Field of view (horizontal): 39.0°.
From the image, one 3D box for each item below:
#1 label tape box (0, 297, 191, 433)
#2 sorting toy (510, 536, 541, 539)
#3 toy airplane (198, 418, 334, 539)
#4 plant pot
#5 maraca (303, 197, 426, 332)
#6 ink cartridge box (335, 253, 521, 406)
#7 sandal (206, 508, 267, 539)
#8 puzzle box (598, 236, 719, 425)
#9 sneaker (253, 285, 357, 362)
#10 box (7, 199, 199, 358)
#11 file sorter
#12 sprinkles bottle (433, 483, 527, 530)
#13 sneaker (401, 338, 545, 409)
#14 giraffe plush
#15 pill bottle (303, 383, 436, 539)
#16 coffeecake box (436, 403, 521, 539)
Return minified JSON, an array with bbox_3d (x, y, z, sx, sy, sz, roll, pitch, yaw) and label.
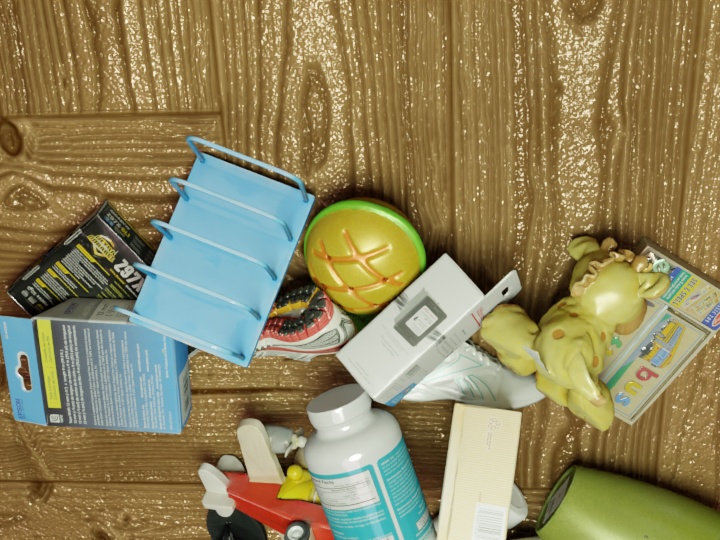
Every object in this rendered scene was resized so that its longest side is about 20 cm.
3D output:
[{"bbox_3d":[-0.300,0.107,1.168,0.199,0.066,0.144,3,115,6],"label":"label tape box"},{"bbox_3d":[0.148,0.389,1.277,0.200,0.185,0.037,-41,62,19],"label":"sorting toy"},{"bbox_3d":[-0.098,0.267,1.255,0.199,0.141,0.200,45,149,-4],"label":"toy airplane"},{"bbox_3d":[0.317,0.326,1.208,0.200,0.187,0.187,31,116,4],"label":"plant pot"},{"bbox_3d":[0.000,0.000,1.119,0.137,0.107,0.200,22,137,6],"label":"maraca"},{"bbox_3d":[0.078,0.055,1.106,0.200,0.116,0.067,-43,73,1],"label":"ink cartridge box"},{"bbox_3d":[-0.156,0.394,1.354,0.075,0.048,0.201,-8,115,10],"label":"sandal"},{"bbox_3d":[0.318,0.074,1.165,0.133,0.025,0.200,29,115,-9],"label":"puzzle box"},{"bbox_3d":[-0.085,0.074,1.144,0.082,0.078,0.200,38,152,-32],"label":"sneaker"},{"bbox_3d":[-0.287,0.043,1.196,0.160,0.049,0.200,-37,107,18],"label":"box"},{"bbox_3d":[-0.149,-0.020,1.053,0.138,0.123,0.201,21,82,3],"label":"file sorter"},{"bbox_3d":[0.119,0.337,1.290,0.068,0.068,0.200,41,113,-14],"label":"sprinkles bottle"},{"bbox_3d":[0.124,0.114,1.181,0.199,0.070,0.081,6,96,-4],"label":"sneaker"},{"bbox_3d":[0.239,0.050,1.083,0.172,0.200,0.162,36,82,17],"label":"giraffe plush"},{"bbox_3d":[0.006,0.229,1.113,0.110,0.111,0.201,-16,103,13],"label":"pill bottle"},{"bbox_3d":[0.131,0.232,1.134,0.073,0.200,0.154,7,81,7],"label":"coffeecake box"}]
